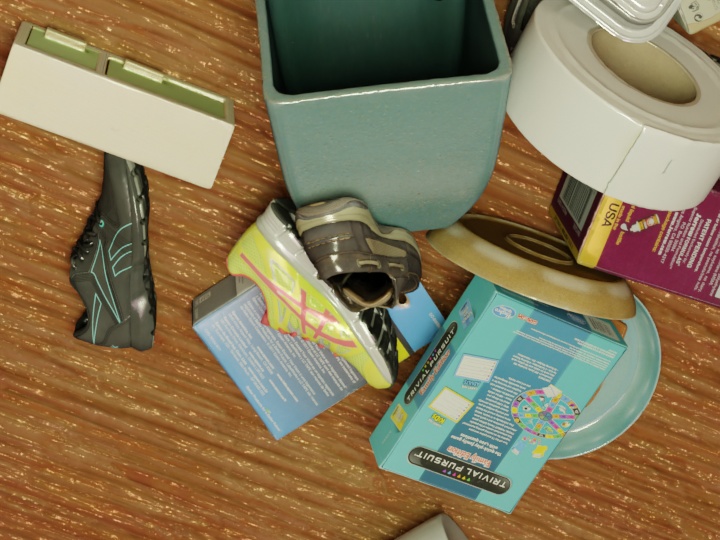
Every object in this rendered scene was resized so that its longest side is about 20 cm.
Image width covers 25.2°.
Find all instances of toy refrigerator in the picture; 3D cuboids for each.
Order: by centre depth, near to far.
[{"bbox_3d":[-0.210,-0.146,1.392,0.198,0.076,0.071,19,110,-12],"label":"toy refrigerator"}]

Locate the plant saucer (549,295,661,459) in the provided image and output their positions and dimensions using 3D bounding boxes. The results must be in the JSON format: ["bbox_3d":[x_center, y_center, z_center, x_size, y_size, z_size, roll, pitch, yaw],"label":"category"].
[{"bbox_3d":[0.191,0.089,1.558,0.197,0.027,0.203,-2,113,-4],"label":"plant saucer"}]

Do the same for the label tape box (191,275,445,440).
[{"bbox_3d":[-0.037,0.042,1.496,0.199,0.063,0.145,-32,112,7],"label":"label tape box"}]

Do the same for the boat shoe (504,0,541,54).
[{"bbox_3d":[0.162,-0.228,1.383,0.066,0.057,0.202,8,126,0],"label":"boat shoe"}]

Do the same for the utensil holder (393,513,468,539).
[{"bbox_3d":[0.037,0.358,1.583,0.199,0.170,0.171,-33,112,8],"label":"utensil holder"}]

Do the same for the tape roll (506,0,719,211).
[{"bbox_3d":[0.214,-0.139,1.307,0.200,0.204,0.071,21,125,-14],"label":"tape roll"}]

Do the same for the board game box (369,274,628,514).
[{"bbox_3d":[0.122,0.110,1.445,0.150,0.047,0.201,22,113,-26],"label":"board game box"}]

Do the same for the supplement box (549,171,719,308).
[{"bbox_3d":[0.287,-0.047,1.452,0.198,0.131,0.104,16,109,-13],"label":"supplement box"}]

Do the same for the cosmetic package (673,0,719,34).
[{"bbox_3d":[0.346,-0.287,1.369,0.198,0.104,0.074,-24,114,7],"label":"cosmetic package"}]

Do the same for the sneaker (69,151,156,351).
[{"bbox_3d":[-0.226,-0.017,1.447,0.078,0.076,0.203,0,113,-3],"label":"sneaker"}]

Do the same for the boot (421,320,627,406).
[{"bbox_3d":[0.145,0.093,1.510,0.154,0.077,0.202,26,101,-19],"label":"boot"}]

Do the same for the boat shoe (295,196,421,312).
[{"bbox_3d":[0.000,0.000,1.346,0.074,0.200,0.074,-14,72,21],"label":"boat shoe"}]

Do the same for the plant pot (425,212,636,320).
[{"bbox_3d":[0.154,-0.009,1.420,0.198,0.200,0.028,17,104,-12],"label":"plant pot"}]

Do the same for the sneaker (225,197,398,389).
[{"bbox_3d":[-0.042,0.033,1.424,0.090,0.078,0.201,-34,105,18],"label":"sneaker"}]

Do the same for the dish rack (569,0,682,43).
[{"bbox_3d":[0.219,-0.304,1.284,0.171,0.044,0.201,37,78,-3],"label":"dish rack"}]

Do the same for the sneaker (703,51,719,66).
[{"bbox_3d":[0.284,-0.155,1.444,0.198,0.077,0.086,23,115,-3],"label":"sneaker"}]

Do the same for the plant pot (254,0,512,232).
[{"bbox_3d":[0.017,-0.138,1.357,0.193,0.197,0.201,-7,136,-2],"label":"plant pot"}]
